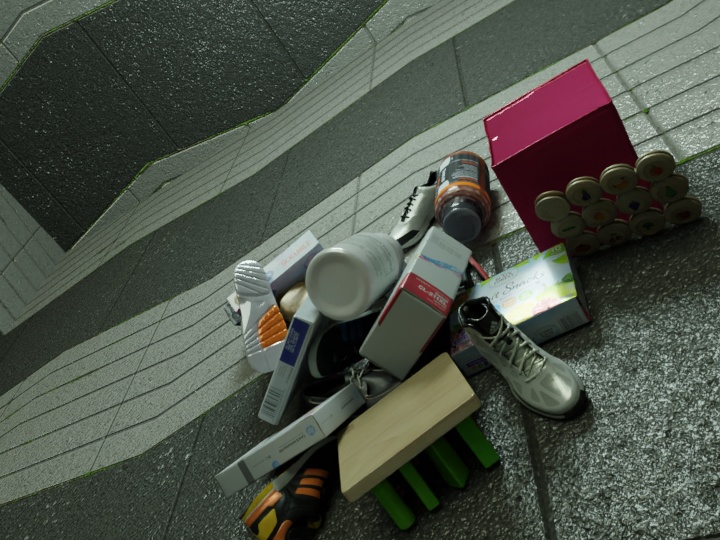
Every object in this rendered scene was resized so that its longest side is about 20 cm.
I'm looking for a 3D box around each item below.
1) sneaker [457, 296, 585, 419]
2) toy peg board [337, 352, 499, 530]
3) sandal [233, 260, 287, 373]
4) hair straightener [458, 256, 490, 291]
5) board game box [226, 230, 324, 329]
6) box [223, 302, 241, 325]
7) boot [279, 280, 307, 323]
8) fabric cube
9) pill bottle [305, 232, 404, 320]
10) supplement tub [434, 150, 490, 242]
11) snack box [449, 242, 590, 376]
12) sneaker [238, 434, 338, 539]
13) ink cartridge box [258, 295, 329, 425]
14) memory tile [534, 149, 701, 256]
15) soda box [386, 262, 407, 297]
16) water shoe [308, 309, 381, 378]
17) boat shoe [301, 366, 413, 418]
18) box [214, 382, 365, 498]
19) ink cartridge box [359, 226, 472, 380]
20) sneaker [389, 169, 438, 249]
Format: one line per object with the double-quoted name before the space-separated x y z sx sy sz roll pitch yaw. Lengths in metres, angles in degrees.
"sneaker" 0.188 0.105 0.952 0.076 0.115 0.200 -50 44 2
"toy peg board" 0.077 0.228 0.995 0.199 0.098 0.199 -37 9 2
"sandal" -0.175 0.083 1.331 0.078 0.059 0.209 -11 67 -9
"hair straightener" 0.168 0.006 1.283 0.076 0.041 0.201 -34 25 8
"board game box" -0.131 0.044 1.453 0.199 0.200 0.041 -40 58 -3
"box" -0.169 0.044 1.573 0.199 0.050 0.158 -34 -11 9
"boot" -0.075 0.026 1.387 0.075 0.074 0.200 24 47 20
"fabric cube" 0.326 -0.169 1.180 0.194 0.200 0.201 -26 27 21
"pill bottle" 0.000 0.000 1.230 0.113 0.116 0.200 -25 3 25
"supplement tub" 0.192 -0.136 1.417 0.106 0.107 0.201 -26 27 24
"snack box" 0.226 0.056 1.105 0.198 0.053 0.143 -28 25 21
"sneaker" -0.077 0.317 1.068 0.199 0.090 0.070 -31 -20 -45
"ink cartridge box" -0.098 0.125 1.261 0.200 0.043 0.199 -61 -8 -67
"memory tile" 0.359 -0.087 1.057 0.198 0.153 0.017 -20 44 33
"soda box" 0.029 -0.010 1.474 0.068 0.064 0.200 -43 24 -8
"water shoe" -0.003 0.114 1.234 0.078 0.073 0.199 2 23 42
"boat shoe" -0.008 0.188 1.186 0.198 0.063 0.073 -22 29 31
"box" -0.102 0.251 1.125 0.199 0.041 0.156 -37 -6 22
"ink cartridge box" 0.090 0.046 1.168 0.147 0.082 0.200 -60 -2 35
"sneaker" 0.114 -0.123 1.536 0.200 0.080 0.073 -47 28 -16
